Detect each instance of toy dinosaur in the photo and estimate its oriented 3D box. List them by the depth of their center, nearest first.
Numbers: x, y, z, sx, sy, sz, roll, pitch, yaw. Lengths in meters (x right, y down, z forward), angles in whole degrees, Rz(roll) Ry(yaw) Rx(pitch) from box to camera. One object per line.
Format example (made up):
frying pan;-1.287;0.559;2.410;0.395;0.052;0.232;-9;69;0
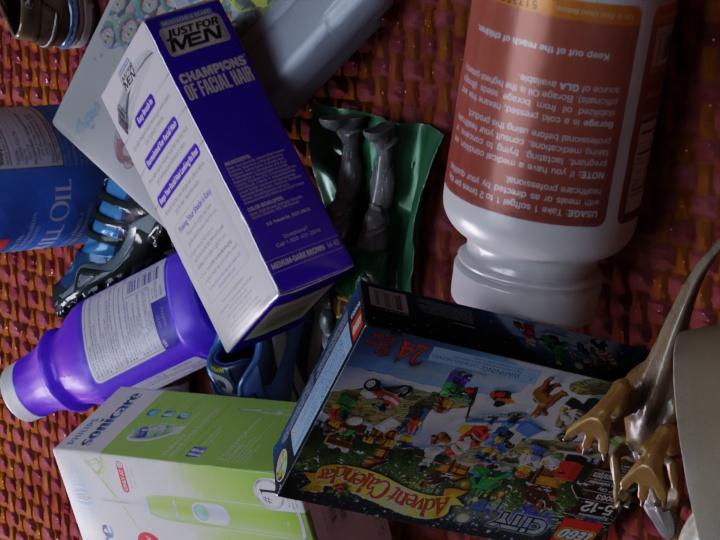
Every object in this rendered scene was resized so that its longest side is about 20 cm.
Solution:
toy dinosaur;0.156;0.063;1.054;0.060;0.106;0.201;20;126;19

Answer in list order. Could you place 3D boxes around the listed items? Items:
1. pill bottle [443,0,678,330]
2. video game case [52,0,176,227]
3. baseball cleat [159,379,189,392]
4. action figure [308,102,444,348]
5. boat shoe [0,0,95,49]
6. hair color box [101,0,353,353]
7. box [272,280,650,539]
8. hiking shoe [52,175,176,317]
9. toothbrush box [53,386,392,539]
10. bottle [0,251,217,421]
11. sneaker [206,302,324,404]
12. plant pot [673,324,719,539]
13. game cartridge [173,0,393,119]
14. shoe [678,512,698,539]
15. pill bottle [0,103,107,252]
pill bottle;0.105;-0.075;1.106;0.112;0.112;0.201;28;117;46
video game case;-0.128;-0.149;1.417;0.182;0.024;0.201;40;108;40
baseball cleat;-0.141;0.147;1.488;0.200;0.069;0.107;42;127;39
action figure;0.000;0.000;1.304;0.118;0.054;0.201;19;115;46
boat shoe;-0.279;-0.262;1.591;0.201;0.072;0.072;59;136;27
hair color box;-0.089;-0.060;1.294;0.201;0.065;0.109;62;150;10
box;0.067;0.087;1.117;0.038;0.199;0.137;-99;28;-49
hiking shoe;-0.169;-0.033;1.504;0.200;0.074;0.087;-38;59;37
toothbrush box;-0.087;0.166;1.332;0.199;0.086;0.146;4;120;33
bottle;-0.179;0.056;1.473;0.199;0.065;0.084;-27;60;27
sneaker;-0.069;0.089;1.378;0.074;0.082;0.201;8;103;49
plant pot;0.239;0.110;0.936;0.134;0.200;0.202;-15;82;16
game cartridge;-0.067;-0.206;1.332;0.133;0.041;0.201;-46;58;29
shoe;0.190;0.215;1.095;0.070;0.053;0.201;19;111;48
pill bottle;-0.283;-0.068;1.527;0.112;0.199;0.113;12;106;50
